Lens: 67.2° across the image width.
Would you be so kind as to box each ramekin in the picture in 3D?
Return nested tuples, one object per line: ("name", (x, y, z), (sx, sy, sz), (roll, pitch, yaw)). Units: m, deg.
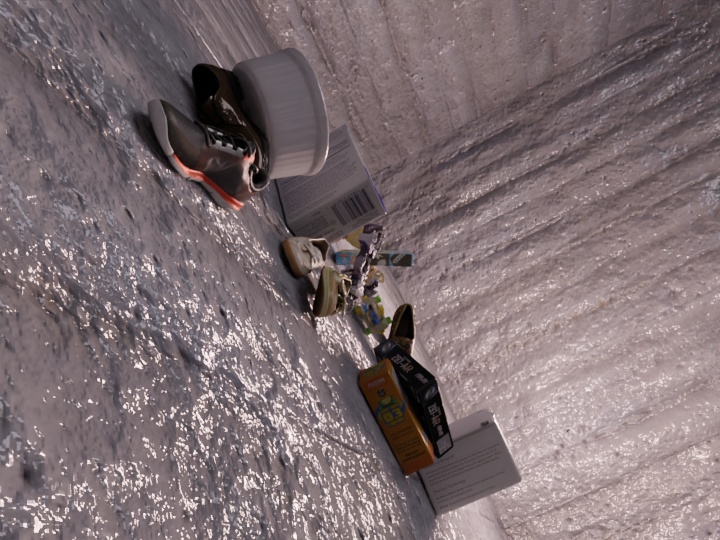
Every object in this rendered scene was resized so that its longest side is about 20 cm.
("ramekin", (-0.139, -0.245, 0.874), (0.200, 0.096, 0.203), (41, -39, 44))

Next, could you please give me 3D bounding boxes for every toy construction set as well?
("toy construction set", (0.028, 0.084, 1.369), (0.132, 0.091, 0.201), (60, 18, -29))

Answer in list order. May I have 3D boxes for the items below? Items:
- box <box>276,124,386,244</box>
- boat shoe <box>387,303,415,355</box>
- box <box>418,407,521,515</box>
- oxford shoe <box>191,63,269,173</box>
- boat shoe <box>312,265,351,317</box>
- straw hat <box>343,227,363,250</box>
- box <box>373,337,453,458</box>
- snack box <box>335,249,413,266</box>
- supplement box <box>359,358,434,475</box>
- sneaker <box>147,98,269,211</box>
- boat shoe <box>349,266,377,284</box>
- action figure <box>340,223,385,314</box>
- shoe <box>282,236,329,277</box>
("box", (-0.067, -0.167, 1.106), (0.105, 0.182, 0.202), (54, 11, -46))
("boat shoe", (0.095, 0.177, 1.312), (0.068, 0.071, 0.204), (113, -16, -66))
("box", (0.235, 0.417, 1.212), (0.133, 0.197, 0.199), (66, 7, 9))
("oxford shoe", (-0.197, -0.210, 0.788), (0.202, 0.072, 0.084), (62, 21, 11))
("boat shoe", (-0.044, 0.034, 0.929), (0.200, 0.062, 0.075), (-93, -162, -76))
("straw hat", (-0.071, -0.107, 1.292), (0.202, 0.084, 0.202), (49, 19, -24))
("box", (0.106, 0.255, 1.084), (0.160, 0.043, 0.202), (36, -30, 52))
("snack box", (0.039, -0.033, 1.419), (0.116, 0.196, 0.038), (-44, 135, -83))
("supplement box", (0.067, 0.272, 1.011), (0.202, 0.066, 0.069), (63, 8, -7))
("sneaker", (-0.168, -0.144, 0.633), (0.078, 0.081, 0.200), (66, 6, 21))
("boat shoe", (0.022, 0.017, 1.624), (0.072, 0.069, 0.200), (63, 5, 11))
("action figure", (0.000, 0.000, 1.196), (0.130, 0.068, 0.203), (43, 63, -63))
("shoe", (-0.092, -0.034, 0.956), (0.071, 0.053, 0.200), (63, 6, -3))
